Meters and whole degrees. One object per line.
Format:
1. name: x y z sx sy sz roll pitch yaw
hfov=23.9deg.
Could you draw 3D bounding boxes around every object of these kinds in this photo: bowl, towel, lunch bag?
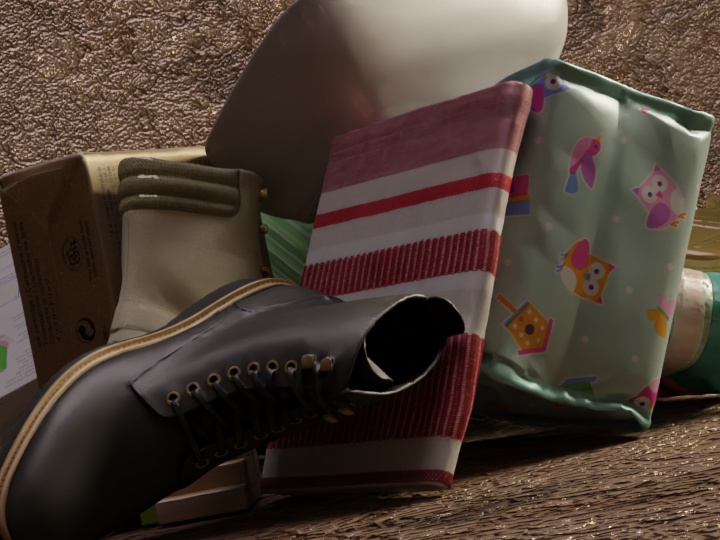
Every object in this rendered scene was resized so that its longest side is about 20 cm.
1. bowl: 0.024 -0.100 1.016 0.199 0.075 0.200 -17 -18 -31
2. towel: 0.017 0.013 0.836 0.023 0.201 0.144 25 -22 -33
3. lunch bag: 0.087 -0.005 0.914 0.121 0.172 0.200 16 -10 -17

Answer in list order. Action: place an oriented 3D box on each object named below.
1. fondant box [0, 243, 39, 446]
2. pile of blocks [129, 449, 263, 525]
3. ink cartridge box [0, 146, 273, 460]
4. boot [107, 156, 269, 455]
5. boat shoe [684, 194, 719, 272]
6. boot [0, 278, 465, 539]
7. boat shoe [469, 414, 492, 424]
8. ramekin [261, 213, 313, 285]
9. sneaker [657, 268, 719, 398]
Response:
1. fondant box: -0.241 0.059 1.138 0.144 0.058 0.200 -28 29 8
2. pile of blocks: -0.141 0.102 0.886 0.199 0.063 0.082 -11 -1 28
3. ink cartridge box: -0.123 0.028 1.040 0.075 0.202 0.164 -13 -2 32
4. boot: -0.066 0.024 0.993 0.072 0.156 0.199 -16 -24 40
5. boat shoe: 0.240 -0.008 1.119 0.073 0.064 0.201 7 12 18
6. boot: -0.061 0.061 0.758 0.138 0.078 0.200 -2 33 49
7. boat shoe: 0.110 0.011 1.013 0.072 0.201 0.065 29 11 -27
8. ramekin: 0.000 0.000 1.182 0.097 0.201 0.199 36 25 28
9. sneaker: 0.186 0.043 0.962 0.079 0.072 0.200 10 -8 -4
